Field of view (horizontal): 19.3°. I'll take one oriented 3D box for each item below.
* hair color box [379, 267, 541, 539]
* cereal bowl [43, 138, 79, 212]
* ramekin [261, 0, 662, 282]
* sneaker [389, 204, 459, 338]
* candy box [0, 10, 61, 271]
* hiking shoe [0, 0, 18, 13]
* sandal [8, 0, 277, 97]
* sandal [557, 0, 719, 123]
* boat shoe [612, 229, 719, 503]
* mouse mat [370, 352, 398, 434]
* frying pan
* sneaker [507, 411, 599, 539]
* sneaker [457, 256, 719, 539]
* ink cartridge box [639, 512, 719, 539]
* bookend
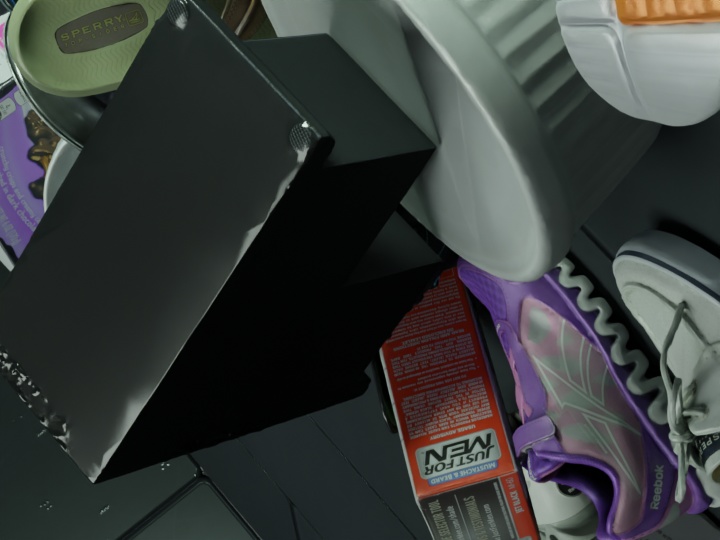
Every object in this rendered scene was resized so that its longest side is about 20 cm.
[{"bbox_3d":[0.051,0.072,1.255,0.111,0.064,0.200,69,-173,-52],"label":"hair color box"},{"bbox_3d":[-0.111,-0.057,1.450,0.083,0.200,0.200,-79,-32,-49],"label":"cereal bowl"},{"bbox_3d":[0.046,-0.101,0.915,0.202,0.094,0.202,49,167,16],"label":"ramekin"},{"bbox_3d":[0.000,0.000,1.165,0.075,0.200,0.080,-1,92,37],"label":"sneaker"},{"bbox_3d":[-0.199,-0.110,1.491,0.072,0.200,0.168,42,164,42],"label":"candy box"},{"bbox_3d":[-0.144,-0.223,1.107,0.087,0.074,0.201,-132,50,-75],"label":"hiking shoe"},{"bbox_3d":[-0.073,-0.133,1.011,0.057,0.200,0.080,-96,-19,-80],"label":"sandal"},{"bbox_3d":[0.104,-0.147,0.673,0.079,0.059,0.207,20,127,43],"label":"sandal"},{"bbox_3d":[0.170,0.068,0.960,0.202,0.086,0.075,45,166,26],"label":"boat shoe"},{"bbox_3d":[-0.001,0.002,1.299,0.161,0.008,0.201,34,-140,-84],"label":"mouse mat"},{"bbox_3d":[-0.152,-0.137,1.220,0.115,0.031,0.190,32,-143,-31],"label":"frying pan"},{"bbox_3d":[0.096,0.129,1.419,0.089,0.074,0.200,55,157,-12],"label":"sneaker"},{"bbox_3d":[0.112,0.068,1.157,0.200,0.088,0.081,50,168,12],"label":"sneaker"},{"bbox_3d":[0.150,0.248,1.261,0.084,0.200,0.145,40,163,31],"label":"ink cartridge box"},{"bbox_3d":[-0.036,-0.024,0.937,0.092,0.199,0.200,47,122,20],"label":"bookend"}]
